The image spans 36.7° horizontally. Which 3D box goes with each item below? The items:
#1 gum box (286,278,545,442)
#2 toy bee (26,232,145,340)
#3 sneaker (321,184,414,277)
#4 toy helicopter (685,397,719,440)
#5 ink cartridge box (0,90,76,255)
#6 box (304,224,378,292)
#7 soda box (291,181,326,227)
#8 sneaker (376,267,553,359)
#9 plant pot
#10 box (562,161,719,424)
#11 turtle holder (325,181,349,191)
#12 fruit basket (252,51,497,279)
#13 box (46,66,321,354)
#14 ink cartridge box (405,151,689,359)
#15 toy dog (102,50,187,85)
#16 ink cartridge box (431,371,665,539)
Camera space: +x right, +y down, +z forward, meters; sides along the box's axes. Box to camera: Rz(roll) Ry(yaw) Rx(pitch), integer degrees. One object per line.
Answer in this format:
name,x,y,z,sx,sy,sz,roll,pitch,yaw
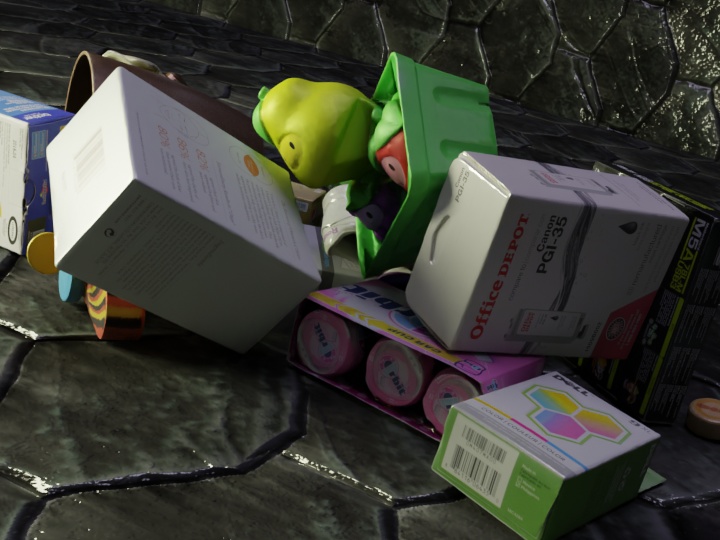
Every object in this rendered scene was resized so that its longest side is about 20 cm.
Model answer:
gum box,0.051,0.078,0.927,0.199,0.067,0.113,24,20,31
toy bee,-0.239,-0.023,0.971,0.199,0.110,0.130,26,22,36
sneaker,0.050,-0.018,1.132,0.198,0.075,0.100,15,44,-7
toy helicopter,0.403,0.143,1.005,0.197,0.080,0.133,0,28,-5
ink cartridge box,-0.360,-0.104,1.087,0.198,0.138,0.076,21,24,24
box,0.000,0.000,1.185,0.198,0.042,0.156,11,18,-8
soda box,-0.147,-0.085,1.308,0.198,0.065,0.068,16,17,9
sneaker,0.099,0.046,1.030,0.198,0.082,0.083,9,0,11
plant pot,-0.214,-0.131,1.189,0.198,0.189,0.187,4,19,-25
box,0.265,0.015,1.052,0.047,0.202,0.193,7,17,-28
turtle holder,0.031,-0.084,1.301,0.184,0.132,0.141,-26,20,23
fruit basket,0.004,-0.098,0.973,0.213,0.157,0.216,-5,-23,-2
box,-0.150,-0.047,0.916,0.199,0.106,0.153,31,27,-38
ink cartridge box,0.156,-0.007,0.912,0.198,0.148,0.083,4,27,-31
toy dog,-0.305,-0.234,1.548,0.192,0.141,0.200,24,16,-8
ink cartridge box,0.158,0.133,0.829,0.103,0.060,0.199,31,25,35
